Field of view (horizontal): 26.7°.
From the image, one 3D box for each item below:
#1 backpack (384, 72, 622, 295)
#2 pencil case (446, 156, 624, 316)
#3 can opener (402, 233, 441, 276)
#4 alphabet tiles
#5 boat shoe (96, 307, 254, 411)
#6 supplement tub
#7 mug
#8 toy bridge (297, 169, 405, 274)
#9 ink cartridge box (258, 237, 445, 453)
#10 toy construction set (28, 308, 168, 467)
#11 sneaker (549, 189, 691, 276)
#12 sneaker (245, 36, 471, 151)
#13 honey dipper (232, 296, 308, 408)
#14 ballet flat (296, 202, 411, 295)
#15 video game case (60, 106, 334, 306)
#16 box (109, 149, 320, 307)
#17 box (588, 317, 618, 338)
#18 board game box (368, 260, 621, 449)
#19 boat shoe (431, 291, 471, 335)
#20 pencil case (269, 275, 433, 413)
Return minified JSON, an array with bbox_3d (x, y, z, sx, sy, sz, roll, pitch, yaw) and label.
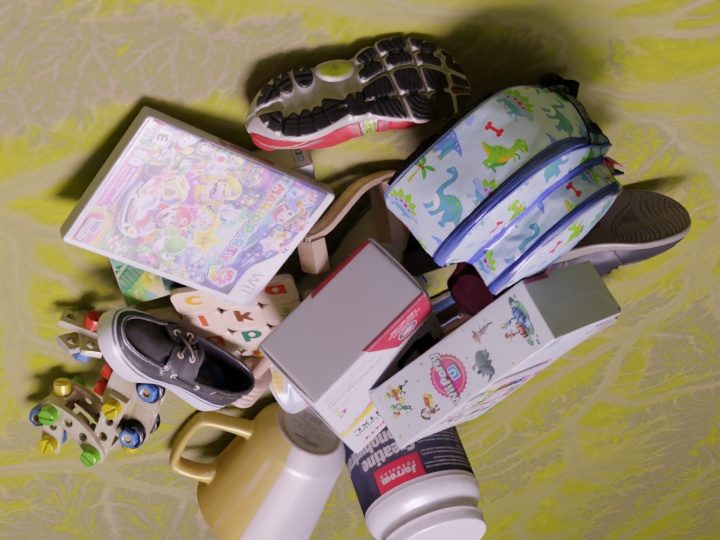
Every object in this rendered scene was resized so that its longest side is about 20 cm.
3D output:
[{"bbox_3d":[0.130,-0.072,1.327,0.183,0.147,0.200,-43,166,20],"label":"backpack"},{"bbox_3d":[0.168,-0.041,1.474,0.093,0.091,0.201,15,117,-41],"label":"pencil case"},{"bbox_3d":[0.134,-0.039,1.547,0.198,0.053,0.067,-17,150,-8],"label":"can opener"},{"bbox_3d":[-0.109,0.053,1.495,0.198,0.015,0.196,-7,153,6],"label":"alphabet tiles"},{"bbox_3d":[-0.173,0.081,1.449,0.056,0.069,0.200,-16,152,25],"label":"boat shoe"},{"bbox_3d":[0.057,0.234,1.791,0.139,0.201,0.141,-16,150,-10],"label":"supplement tub"},{"bbox_3d":[-0.106,0.232,1.750,0.185,0.150,0.154,-2,138,-41],"label":"mug"},{"bbox_3d":[0.025,-0.059,1.432,0.199,0.027,0.068,-22,110,-32],"label":"toy bridge"},{"bbox_3d":[0.003,0.076,1.446,0.146,0.083,0.200,-45,158,-6],"label":"ink cartridge box"},{"bbox_3d":[-0.257,0.114,1.504,0.092,0.130,0.201,-53,170,-45],"label":"toy construction set"},{"bbox_3d":[0.252,-0.021,1.631,0.198,0.075,0.107,-10,146,-1],"label":"sneaker"},{"bbox_3d":[-0.004,-0.145,1.292,0.198,0.078,0.085,-10,169,-18],"label":"sneaker"},{"bbox_3d":[-0.082,0.079,1.499,0.038,0.038,0.200,-1,153,-31],"label":"honey dipper"},{"bbox_3d":[0.000,0.000,1.512,0.069,0.070,0.200,8,139,-40],"label":"ballet flat"},{"bbox_3d":[-0.140,-0.050,1.318,0.199,0.018,0.143,21,119,-35],"label":"video game case"},{"bbox_3d":[-0.136,-0.042,1.388,0.198,0.037,0.145,-16,150,-6],"label":"box"},{"bbox_3d":[0.188,0.070,1.743,0.199,0.069,0.082,-32,148,18],"label":"box"},{"bbox_3d":[0.125,0.077,1.402,0.200,0.065,0.147,-40,165,31],"label":"board game box"},{"bbox_3d":[0.104,0.068,1.680,0.198,0.073,0.072,-20,150,-2],"label":"boat shoe"},{"bbox_3d":[-0.011,0.076,1.611,0.199,0.084,0.091,-28,145,11],"label":"pencil case"}]
